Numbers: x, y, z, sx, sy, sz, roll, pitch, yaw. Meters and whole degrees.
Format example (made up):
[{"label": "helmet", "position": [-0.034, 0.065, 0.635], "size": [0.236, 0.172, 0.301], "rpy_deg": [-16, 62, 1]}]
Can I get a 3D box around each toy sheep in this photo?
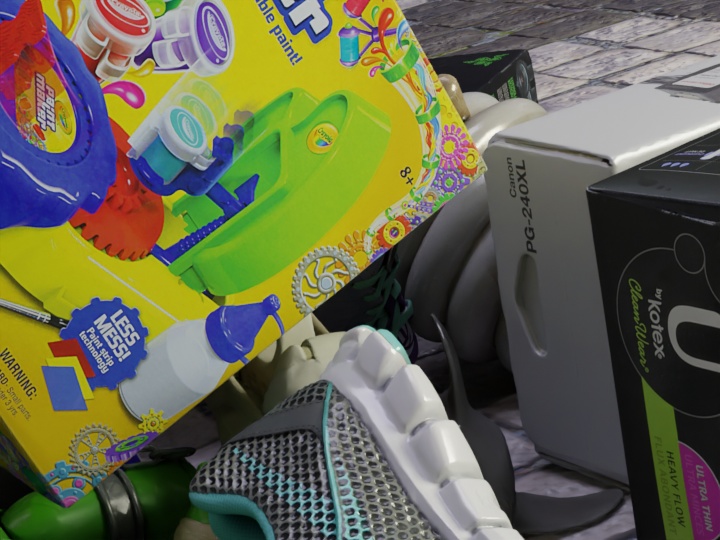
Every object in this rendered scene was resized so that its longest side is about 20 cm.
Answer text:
[{"label": "toy sheep", "position": [0.070, -0.016, 0.933], "size": [0.200, 0.138, 0.138], "rpy_deg": [43, 45, 21]}]

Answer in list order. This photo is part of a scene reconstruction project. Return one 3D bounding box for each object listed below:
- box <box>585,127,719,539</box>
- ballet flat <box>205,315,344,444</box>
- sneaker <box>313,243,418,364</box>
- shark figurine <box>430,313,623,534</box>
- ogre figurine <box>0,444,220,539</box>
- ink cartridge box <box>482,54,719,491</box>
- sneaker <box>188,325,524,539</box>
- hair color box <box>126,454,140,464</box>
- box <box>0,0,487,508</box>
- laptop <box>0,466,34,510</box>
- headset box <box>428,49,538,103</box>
[{"label": "box", "position": [0.200, 0.012, 0.726], "size": [0.200, 0.149, 0.124], "rpy_deg": [-24, 21, -34]}, {"label": "ballet flat", "position": [-0.023, 0.043, 0.736], "size": [0.069, 0.070, 0.200], "rpy_deg": [-18, 28, -19]}, {"label": "sneaker", "position": [0.000, 0.000, 0.879], "size": [0.074, 0.087, 0.200], "rpy_deg": [-64, 6, -26]}, {"label": "shark figurine", "position": [0.020, 0.058, 0.820], "size": [0.128, 0.090, 0.214], "rpy_deg": [-16, 19, -18]}, {"label": "ogre figurine", "position": [-0.096, 0.130, 0.652], "size": [0.120, 0.098, 0.200], "rpy_deg": [-6, 51, -9]}, {"label": "ink cartridge box", "position": [0.161, -0.011, 0.837], "size": [0.200, 0.145, 0.083], "rpy_deg": [-21, 21, -28]}, {"label": "sneaker", "position": [0.015, 0.111, 0.599], "size": [0.091, 0.078, 0.200], "rpy_deg": [-30, 49, -6]}, {"label": "hair color box", "position": [-0.185, 0.011, 0.904], "size": [0.065, 0.200, 0.109], "rpy_deg": [-35, 23, -18]}, {"label": "box", "position": [-0.099, -0.066, 0.686], "size": [0.193, 0.200, 0.122], "rpy_deg": [-39, 24, -18]}, {"label": "laptop", "position": [-0.211, 0.037, 0.776], "size": [0.116, 0.200, 0.188], "rpy_deg": [-12, 51, 51]}, {"label": "headset box", "position": [0.006, -0.062, 1.213], "size": [0.174, 0.093, 0.200], "rpy_deg": [-4, 18, 24]}]
